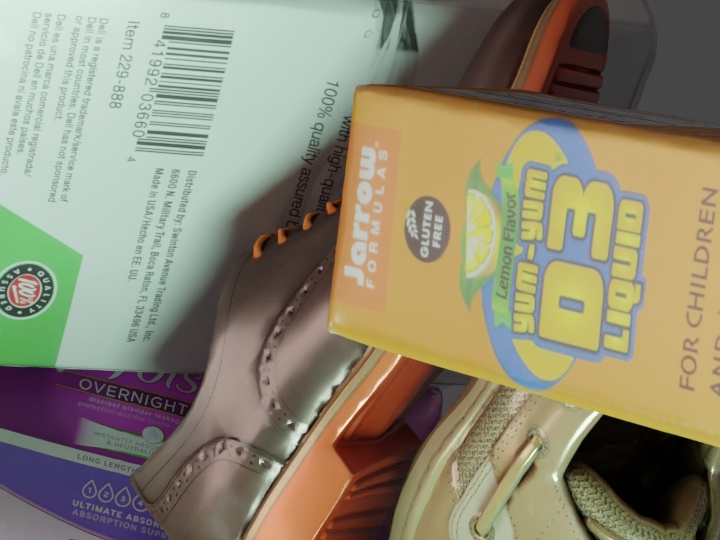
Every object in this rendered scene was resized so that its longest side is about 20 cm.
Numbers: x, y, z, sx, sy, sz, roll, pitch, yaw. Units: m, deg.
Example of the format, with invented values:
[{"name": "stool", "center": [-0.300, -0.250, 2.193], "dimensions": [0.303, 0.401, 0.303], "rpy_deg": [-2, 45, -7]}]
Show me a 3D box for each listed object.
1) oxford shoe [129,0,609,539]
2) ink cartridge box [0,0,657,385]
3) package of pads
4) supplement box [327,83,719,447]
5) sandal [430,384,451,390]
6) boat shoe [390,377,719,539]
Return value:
[{"name": "oxford shoe", "center": [0.000, 0.000, 0.721], "dimensions": [0.072, 0.071, 0.201], "rpy_deg": [34, 100, 19]}, {"name": "ink cartridge box", "center": [-0.031, -0.046, 0.776], "dimensions": [0.084, 0.199, 0.146], "rpy_deg": [-108, 28, -47]}, {"name": "package of pads", "center": [-0.080, 0.071, 0.804], "dimensions": [0.076, 0.199, 0.121], "rpy_deg": [111, 173, -51]}, {"name": "supplement box", "center": [0.082, 0.003, 0.565], "dimensions": [0.199, 0.069, 0.067], "rpy_deg": [13, 100, 48]}, {"name": "sandal", "center": [-0.060, 0.016, 0.897], "dimensions": [0.206, 0.079, 0.059], "rpy_deg": [23, 126, 23]}, {"name": "boat shoe", "center": [0.059, 0.059, 0.692], "dimensions": [0.065, 0.071, 0.201], "rpy_deg": [56, 141, 46]}]
